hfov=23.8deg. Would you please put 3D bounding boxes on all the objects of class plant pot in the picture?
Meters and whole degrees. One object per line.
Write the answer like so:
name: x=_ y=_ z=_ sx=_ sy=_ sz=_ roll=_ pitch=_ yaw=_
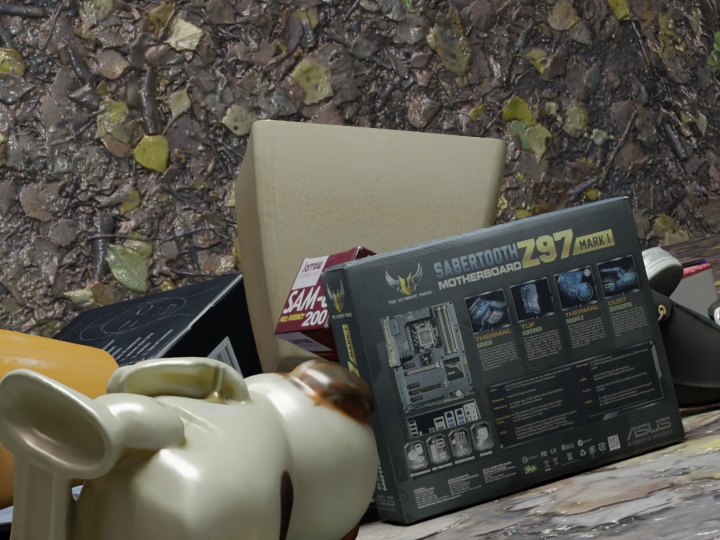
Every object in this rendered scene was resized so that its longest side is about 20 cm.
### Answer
plant pot: x=-0.297 y=0.130 z=1.412 sx=0.182 sy=0.202 sz=0.200 roll=1 pitch=-7 yaw=-33
plant pot: x=0.000 y=0.000 z=1.374 sx=0.198 sy=0.178 sz=0.200 roll=4 pitch=-14 yaw=-8

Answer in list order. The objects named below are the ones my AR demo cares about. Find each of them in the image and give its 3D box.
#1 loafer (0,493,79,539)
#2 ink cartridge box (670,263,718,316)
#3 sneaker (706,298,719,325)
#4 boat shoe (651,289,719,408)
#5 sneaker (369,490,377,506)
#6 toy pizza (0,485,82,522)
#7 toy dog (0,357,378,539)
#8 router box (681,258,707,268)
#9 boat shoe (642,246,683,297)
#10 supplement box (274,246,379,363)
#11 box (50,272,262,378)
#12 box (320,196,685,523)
loafer: x=-0.184 y=0.166 z=1.047 sx=0.199 sy=0.063 sz=0.072 roll=-14 pitch=1 yaw=-24
ink cartridge box: x=0.191 y=0.059 z=1.458 sx=0.199 sy=0.083 sz=0.147 roll=-12 pitch=1 yaw=34
sneaker: x=0.290 y=0.049 z=1.249 sx=0.079 sy=0.072 sz=0.200 roll=-14 pitch=-7 yaw=17
boat shoe: x=0.175 y=0.042 z=1.165 sx=0.200 sy=0.074 sz=0.063 roll=20 pitch=-14 yaw=-1
sneaker: x=-0.026 y=0.121 z=1.071 sx=0.199 sy=0.075 sz=0.084 roll=-14 pitch=1 yaw=-34
toy pizza: x=-0.188 y=0.180 z=1.288 sx=0.199 sy=0.032 sz=0.200 roll=-13 pitch=-1 yaw=0
toy dog: x=-0.069 y=0.106 z=0.881 sx=0.193 sy=0.141 sz=0.200 roll=3 pitch=9 yaw=32
router box: x=0.311 y=0.037 z=2.121 sx=0.157 sy=0.053 sz=0.199 roll=-13 pitch=0 yaw=-40
boat shoe: x=0.161 y=0.034 z=1.342 sx=0.202 sy=0.065 sz=0.074 roll=-36 pitch=-23 yaw=31
supplement box: x=0.054 y=0.055 z=1.127 sx=0.199 sy=0.061 sz=0.109 roll=27 pitch=-13 yaw=-17
box: x=-0.211 y=0.111 z=1.610 sx=0.196 sy=0.125 sz=0.200 roll=-11 pitch=18 yaw=26
box: x=0.089 y=0.052 z=1.051 sx=0.199 sy=0.159 sz=0.051 roll=-15 pitch=1 yaw=-21
